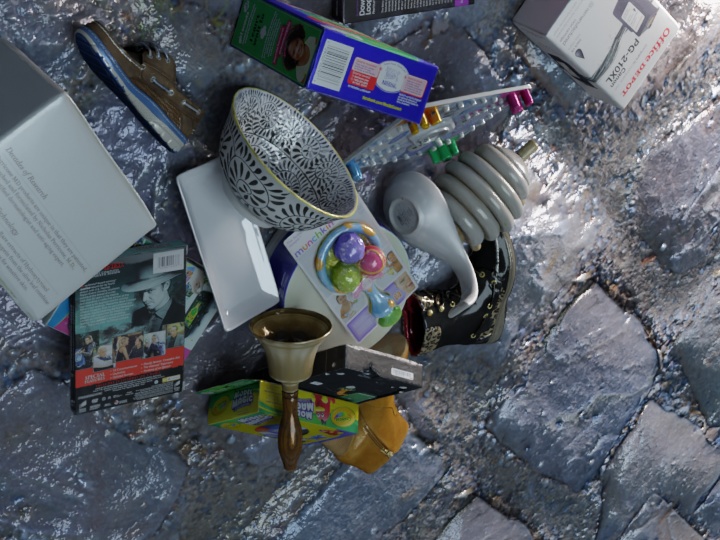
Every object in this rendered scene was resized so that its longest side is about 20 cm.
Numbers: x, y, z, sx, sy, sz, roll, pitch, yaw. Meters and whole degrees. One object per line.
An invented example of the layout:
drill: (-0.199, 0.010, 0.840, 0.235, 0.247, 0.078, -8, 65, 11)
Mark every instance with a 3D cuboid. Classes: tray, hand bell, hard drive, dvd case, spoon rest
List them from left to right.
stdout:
dvd case: (-0.276, 0.068, 1.591, 0.145, 0.022, 0.202, -11, 121, -30)
tray: (-0.166, -0.036, 1.643, 0.107, 0.022, 0.202, -30, 109, -48)
hand bell: (-0.088, 0.160, 1.684, 0.103, 0.104, 0.202, -11, 116, -29)
hard drive: (-0.032, 0.144, 1.774, 0.139, 0.199, 0.038, 17, 65, -37)
spoon rest: (0.096, -0.038, 1.768, 0.060, 0.201, 0.099, -20, 169, -48)

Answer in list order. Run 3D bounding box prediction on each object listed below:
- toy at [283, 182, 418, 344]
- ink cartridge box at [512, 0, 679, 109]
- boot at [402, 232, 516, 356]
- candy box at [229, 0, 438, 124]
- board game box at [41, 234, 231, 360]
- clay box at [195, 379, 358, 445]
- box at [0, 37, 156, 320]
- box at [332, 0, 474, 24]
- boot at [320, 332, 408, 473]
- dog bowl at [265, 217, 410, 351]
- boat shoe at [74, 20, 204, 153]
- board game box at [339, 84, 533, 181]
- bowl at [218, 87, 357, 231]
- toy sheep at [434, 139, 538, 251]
toy: (0.000, 0.000, 1.703, 0.115, 0.047, 0.201, -43, 130, -11)
ink cartridge box: (0.325, -0.337, 1.827, 0.199, 0.084, 0.145, 32, 94, -40)
boot: (0.138, 0.029, 1.900, 0.149, 0.073, 0.202, -13, 125, -29)
candy box: (-0.034, -0.249, 1.556, 0.168, 0.200, 0.078, 12, 103, -37)
board game box: (-0.278, 0.031, 1.626, 0.199, 0.064, 0.148, 31, 93, -40)
clay box: (-0.113, 0.190, 1.782, 0.199, 0.114, 0.048, 17, 66, -38)
box: (-0.362, -0.100, 1.414, 0.171, 0.199, 0.201, -40, 130, -10)
box: (0.056, -0.391, 1.653, 0.198, 0.036, 0.144, -15, 120, -29)
boot: (0.031, 0.193, 1.920, 0.202, 0.071, 0.144, -52, 136, 4)
dog bowl: (-0.035, 0.015, 1.770, 0.198, 0.079, 0.202, -15, 120, -27)
boat shoe: (-0.248, -0.222, 1.519, 0.072, 0.072, 0.200, -48, 140, -10)
board game box: (0.092, -0.170, 1.687, 0.199, 0.200, 0.026, -15, 80, -37)
bowl: (-0.106, -0.114, 1.610, 0.094, 0.202, 0.200, -41, 134, 23)
toy sheep: (0.166, -0.104, 1.815, 0.200, 0.138, 0.138, -48, 130, -5)
